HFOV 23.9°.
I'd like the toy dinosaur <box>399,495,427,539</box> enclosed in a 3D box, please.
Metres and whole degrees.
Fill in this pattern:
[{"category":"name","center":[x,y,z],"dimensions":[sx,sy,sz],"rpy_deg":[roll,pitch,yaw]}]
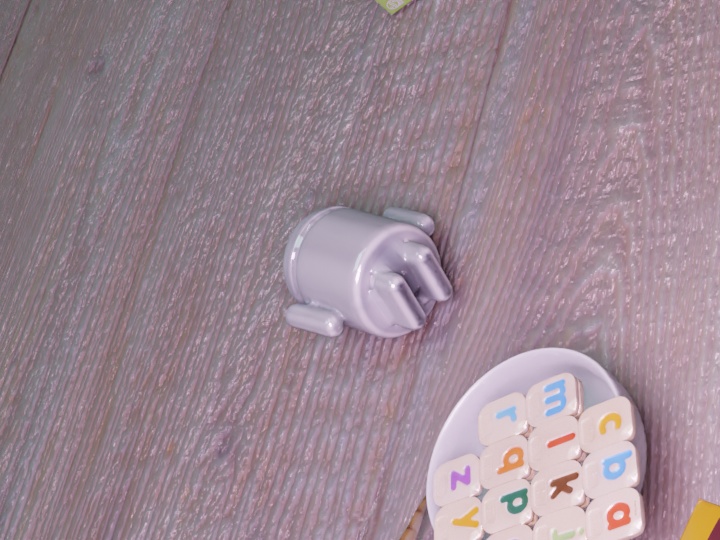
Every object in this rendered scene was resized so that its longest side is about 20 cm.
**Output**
[{"category":"toy dinosaur","center":[0.013,0.281,1.490],"dimensions":[0.200,0.060,0.106],"rpy_deg":[-51,37,5]}]

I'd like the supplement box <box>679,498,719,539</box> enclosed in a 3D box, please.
[{"category":"supplement box","center":[0.312,0.266,1.075],"dimensions":[0.200,0.197,0.133],"rpy_deg":[16,75,51]}]

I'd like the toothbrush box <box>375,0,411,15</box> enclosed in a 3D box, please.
[{"category":"toothbrush box","center":[0.076,-0.408,1.905],"dimensions":[0.200,0.086,0.146],"rpy_deg":[-35,42,25]}]

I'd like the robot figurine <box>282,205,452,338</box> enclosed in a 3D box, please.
[{"category":"robot figurine","center":[0.000,0.000,1.665],"dimensions":[0.170,0.113,0.200],"rpy_deg":[-42,33,-22]}]

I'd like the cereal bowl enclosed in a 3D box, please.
[{"category":"cereal bowl","center":[0.155,0.168,1.403],"dimensions":[0.200,0.083,0.201],"rpy_deg":[-26,47,32]}]

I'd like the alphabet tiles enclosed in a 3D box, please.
[{"category":"alphabet tiles","center":[0.137,0.180,1.335],"dimensions":[0.195,0.015,0.201],"rpy_deg":[-26,46,32]}]
